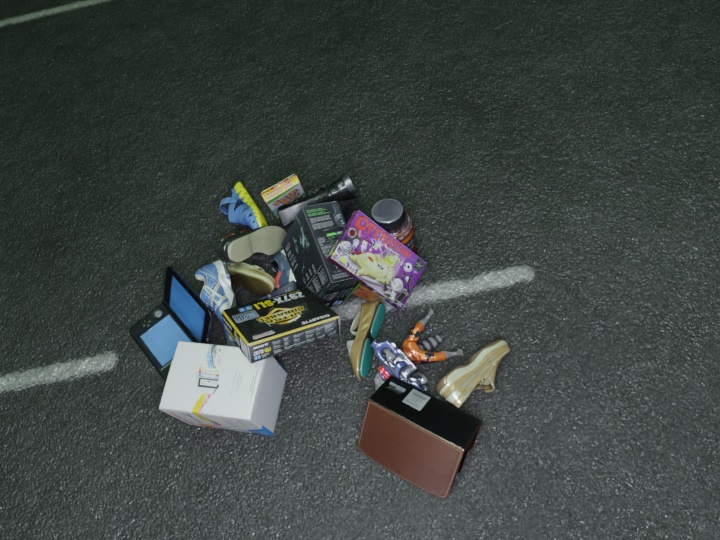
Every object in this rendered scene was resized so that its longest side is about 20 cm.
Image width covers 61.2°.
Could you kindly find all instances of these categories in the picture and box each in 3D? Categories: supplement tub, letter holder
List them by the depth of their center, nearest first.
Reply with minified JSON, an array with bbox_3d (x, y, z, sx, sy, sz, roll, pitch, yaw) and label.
[{"bbox_3d":[0.109,0.321,1.172,0.199,0.143,0.101,24,30,21],"label":"letter holder"},{"bbox_3d":[0.072,-0.071,1.383,0.106,0.200,0.107,-5,55,7],"label":"supplement tub"}]

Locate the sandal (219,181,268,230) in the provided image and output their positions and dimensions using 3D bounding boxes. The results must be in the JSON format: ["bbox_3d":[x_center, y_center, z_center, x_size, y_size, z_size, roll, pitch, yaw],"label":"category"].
[{"bbox_3d":[-0.307,-0.147,1.595,0.087,0.080,0.200,-33,47,-8],"label":"sandal"}]

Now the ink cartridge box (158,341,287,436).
[{"bbox_3d":[-0.279,0.245,1.257,0.199,0.147,0.145,4,64,14],"label":"ink cartridge box"}]

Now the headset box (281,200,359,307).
[{"bbox_3d":[-0.088,-0.034,1.363,0.092,0.174,0.201,-14,70,-29],"label":"headset box"}]

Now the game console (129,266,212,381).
[{"bbox_3d":[-0.441,0.122,1.401,0.171,0.119,0.200,-40,57,-17],"label":"game console"}]

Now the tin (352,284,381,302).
[{"bbox_3d":[0.000,0.000,1.386,0.042,0.112,0.200,-21,30,-37],"label":"tin"}]

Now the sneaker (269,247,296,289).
[{"bbox_3d":[-0.177,-0.039,1.490,0.084,0.075,0.201,-3,52,14],"label":"sneaker"}]

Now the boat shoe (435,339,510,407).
[{"bbox_3d":[0.241,0.211,1.219,0.200,0.072,0.076,-29,62,-30],"label":"boat shoe"}]

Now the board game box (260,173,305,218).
[{"bbox_3d":[-0.186,-0.183,1.516,0.095,0.200,0.030,-31,80,-3],"label":"board game box"}]

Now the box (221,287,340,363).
[{"bbox_3d":[-0.165,0.107,1.253,0.199,0.050,0.160,-15,26,-26],"label":"box"}]

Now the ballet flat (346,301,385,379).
[{"bbox_3d":[0.004,0.151,1.330,0.063,0.069,0.200,1,46,22],"label":"ballet flat"}]

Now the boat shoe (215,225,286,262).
[{"bbox_3d":[-0.263,-0.070,1.490,0.063,0.074,0.201,11,21,36],"label":"boat shoe"}]

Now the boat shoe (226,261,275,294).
[{"bbox_3d":[-0.263,0.007,1.450,0.200,0.073,0.063,8,50,49],"label":"boat shoe"}]

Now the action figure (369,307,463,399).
[{"bbox_3d":[0.117,0.204,1.270,0.193,0.105,0.200,-33,85,-5],"label":"action figure"}]

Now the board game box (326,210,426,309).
[{"bbox_3d":[0.037,-0.021,1.280,0.032,0.200,0.120,-7,52,61],"label":"board game box"}]

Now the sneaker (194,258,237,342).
[{"bbox_3d":[-0.319,0.074,1.384,0.077,0.076,0.201,-16,66,-13],"label":"sneaker"}]

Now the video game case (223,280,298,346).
[{"bbox_3d":[-0.218,0.125,1.386,0.199,0.019,0.143,-27,53,9],"label":"video game case"}]

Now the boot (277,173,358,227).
[{"bbox_3d":[-0.107,-0.172,1.541,0.200,0.165,0.066,-30,87,3],"label":"boot"}]
